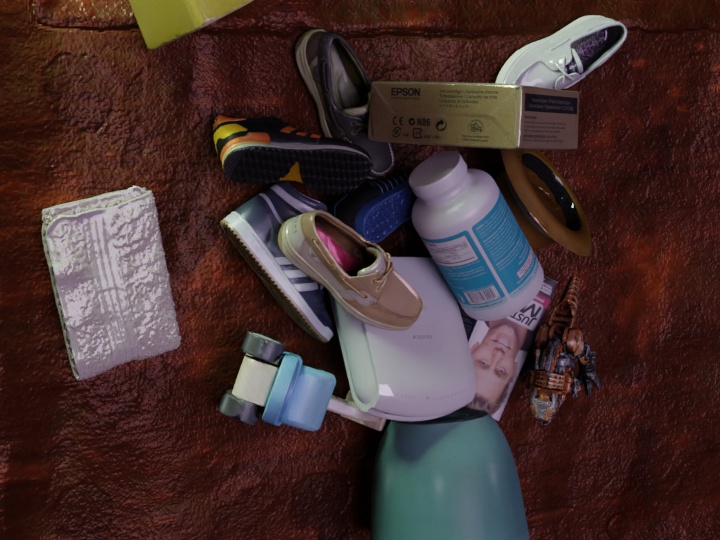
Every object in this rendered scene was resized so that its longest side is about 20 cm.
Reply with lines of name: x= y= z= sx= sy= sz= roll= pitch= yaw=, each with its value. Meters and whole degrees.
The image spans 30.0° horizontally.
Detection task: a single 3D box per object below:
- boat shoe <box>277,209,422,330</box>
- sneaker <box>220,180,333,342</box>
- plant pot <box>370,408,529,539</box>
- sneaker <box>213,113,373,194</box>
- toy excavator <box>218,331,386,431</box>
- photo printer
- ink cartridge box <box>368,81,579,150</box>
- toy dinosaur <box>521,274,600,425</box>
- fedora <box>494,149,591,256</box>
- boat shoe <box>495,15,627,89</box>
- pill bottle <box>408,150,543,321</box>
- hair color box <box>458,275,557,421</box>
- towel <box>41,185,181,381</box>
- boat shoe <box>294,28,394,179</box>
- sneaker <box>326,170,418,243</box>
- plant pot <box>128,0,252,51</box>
boat shoe: x=0.000 y=0.000 z=1.536 sx=0.200 sy=0.069 sz=0.074 roll=34 pitch=52 yaw=-22
sneaker: x=-0.067 y=-0.015 z=1.593 sx=0.108 sy=0.070 sz=0.200 roll=-43 pitch=113 yaw=-14
plant pot: x=0.106 y=0.260 z=1.674 sx=0.200 sy=0.200 sz=0.161 roll=-5 pitch=93 yaw=-29
sneaker: x=-0.078 y=-0.146 z=1.555 sx=0.200 sy=0.090 sz=0.070 roll=2 pitch=136 yaw=-33
toy excavator: x=-0.058 y=0.153 z=1.602 sx=0.200 sy=0.194 sz=0.100 roll=21 pitch=88 yaw=-3
photo printer: x=0.052 y=0.083 z=1.624 sx=0.166 sy=0.069 sz=0.200 roll=1 pitch=67 yaw=-35
ink cartridge box: x=0.134 y=-0.182 z=1.575 sx=0.165 sy=0.200 sz=0.075 roll=-10 pitch=104 yaw=-58
toy dinosaur: x=0.265 y=0.107 z=1.754 sx=0.200 sy=0.102 sz=0.136 roll=-54 pitch=155 yaw=-12
fedora: x=0.215 y=-0.080 z=1.713 sx=0.082 sy=0.201 sz=0.201 roll=-34 pitch=121 yaw=23
boat shoe: x=0.262 y=-0.267 z=1.735 sx=0.200 sy=0.068 sz=0.072 roll=-29 pitch=112 yaw=-22
pill bottle: x=0.133 y=-0.044 z=1.611 sx=0.111 sy=0.111 sz=0.200 roll=-41 pitch=119 yaw=-17
hair color box: x=0.169 y=0.084 z=1.751 sx=0.100 sy=0.060 sz=0.200 roll=25 pitch=87 yaw=-30
towel: x=-0.277 y=0.012 z=1.500 sx=0.132 sy=0.034 sz=0.200 roll=-18 pitch=107 yaw=-25
boat shoe: x=-0.011 y=-0.193 z=1.595 sx=0.072 sy=0.066 sz=0.201 roll=-36 pitch=114 yaw=-20
sneaker: x=0.035 y=-0.088 z=1.642 sx=0.200 sy=0.078 sz=0.070 roll=-25 pitch=122 yaw=-48
plant pot: x=-0.165 y=-0.372 z=1.412 sx=0.195 sy=0.194 sz=0.200 roll=-33 pitch=104 yaw=-21
